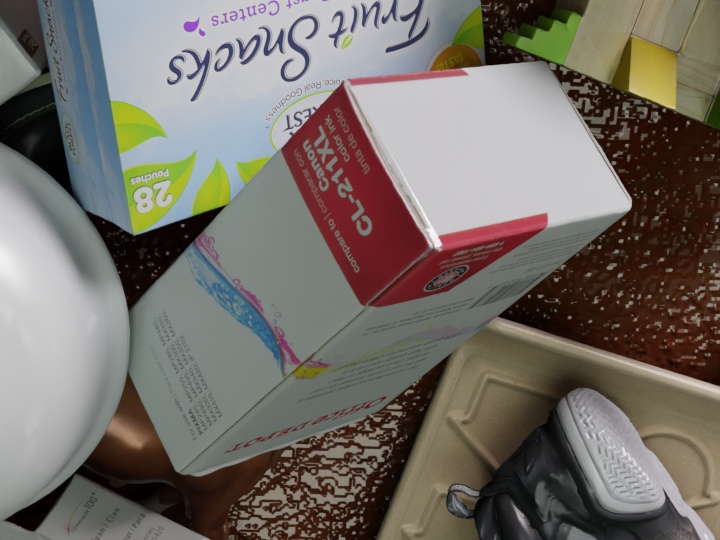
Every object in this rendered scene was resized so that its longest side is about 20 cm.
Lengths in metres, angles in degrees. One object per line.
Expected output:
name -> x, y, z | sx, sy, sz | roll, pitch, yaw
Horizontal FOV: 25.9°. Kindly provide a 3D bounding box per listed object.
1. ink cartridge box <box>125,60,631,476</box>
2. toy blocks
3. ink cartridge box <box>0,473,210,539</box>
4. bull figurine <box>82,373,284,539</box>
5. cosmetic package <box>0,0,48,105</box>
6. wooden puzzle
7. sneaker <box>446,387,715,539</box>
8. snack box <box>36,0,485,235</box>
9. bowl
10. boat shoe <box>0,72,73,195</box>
ink cartridge box -> 0.000, 0.000, 0.712 | 0.200, 0.145, 0.083 | -42, 71, 39
toy blocks -> 0.181, -0.138, 0.748 | 0.198, 0.100, 0.138 | 20, 99, -13
ink cartridge box -> -0.153, 0.178, 0.826 | 0.175, 0.045, 0.201 | 23, 141, 13
bull figurine -> -0.141, 0.081, 0.822 | 0.198, 0.065, 0.122 | 25, 112, -11
cosmetic package -> -0.240, -0.081, 0.728 | 0.199, 0.107, 0.090 | -37, 109, 9
wooden puzzle -> 0.110, 0.125, 0.869 | 0.183, 0.046, 0.201 | 17, 114, -10
sneaker -> 0.128, 0.163, 0.824 | 0.113, 0.076, 0.201 | -32, 107, 14
snack box -> -0.042, -0.128, 0.696 | 0.199, 0.067, 0.170 | -19, 115, -29
bowl -> -0.203, 0.043, 0.670 | 0.199, 0.091, 0.203 | 0, 111, 1
boat shoe -> -0.190, -0.025, 0.767 | 0.199, 0.068, 0.072 | -33, 134, 9
